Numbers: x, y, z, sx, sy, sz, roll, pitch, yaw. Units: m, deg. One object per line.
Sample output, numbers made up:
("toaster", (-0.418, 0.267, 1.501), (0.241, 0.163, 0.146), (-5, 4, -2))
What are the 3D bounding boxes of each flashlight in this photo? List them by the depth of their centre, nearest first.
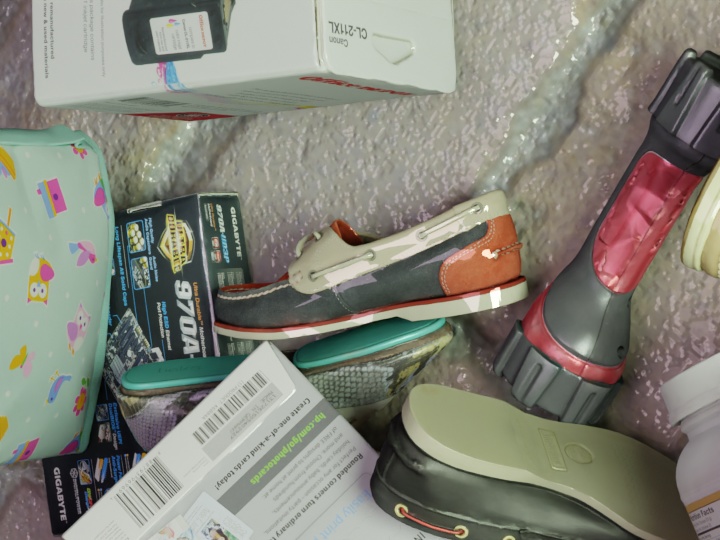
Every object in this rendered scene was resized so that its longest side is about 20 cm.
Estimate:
("flashlight", (0.143, -0.015, 0.970), (0.068, 0.068, 0.201), (40, 113, 27))

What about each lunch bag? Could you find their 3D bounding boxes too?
("lunch bag", (-0.228, 0.010, 1.097), (0.121, 0.170, 0.201), (17, 101, 24))

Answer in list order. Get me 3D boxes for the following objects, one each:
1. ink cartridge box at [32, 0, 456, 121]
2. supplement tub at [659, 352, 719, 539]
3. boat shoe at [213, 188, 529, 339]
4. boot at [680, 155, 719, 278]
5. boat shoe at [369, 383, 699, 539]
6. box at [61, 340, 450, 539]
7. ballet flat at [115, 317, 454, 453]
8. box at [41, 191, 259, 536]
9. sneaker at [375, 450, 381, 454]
("ink cartridge box", (-0.064, -0.137, 1.055), (0.199, 0.146, 0.083), (-3, 88, 33))
("supplement tub", (0.235, 0.124, 0.870), (0.144, 0.144, 0.201), (-29, 76, 30))
("boat shoe", (0.000, 0.000, 1.060), (0.199, 0.071, 0.063), (-10, 98, 28))
("boot", (0.258, -0.034, 0.847), (0.200, 0.072, 0.155), (-41, 68, -18))
("boat shoe", (0.103, 0.119, 0.957), (0.074, 0.201, 0.063), (-95, 27, -57))
("box", (-0.037, 0.160, 0.979), (0.156, 0.041, 0.200), (-44, 66, -4))
("ballet flat", (-0.039, 0.073, 1.075), (0.199, 0.072, 0.072), (-11, 85, 6))
("box", (-0.137, 0.061, 1.168), (0.158, 0.046, 0.201), (-11, 86, 33))
("sneaker", (0.023, 0.132, 1.060), (0.199, 0.080, 0.072), (2, 87, 12))
